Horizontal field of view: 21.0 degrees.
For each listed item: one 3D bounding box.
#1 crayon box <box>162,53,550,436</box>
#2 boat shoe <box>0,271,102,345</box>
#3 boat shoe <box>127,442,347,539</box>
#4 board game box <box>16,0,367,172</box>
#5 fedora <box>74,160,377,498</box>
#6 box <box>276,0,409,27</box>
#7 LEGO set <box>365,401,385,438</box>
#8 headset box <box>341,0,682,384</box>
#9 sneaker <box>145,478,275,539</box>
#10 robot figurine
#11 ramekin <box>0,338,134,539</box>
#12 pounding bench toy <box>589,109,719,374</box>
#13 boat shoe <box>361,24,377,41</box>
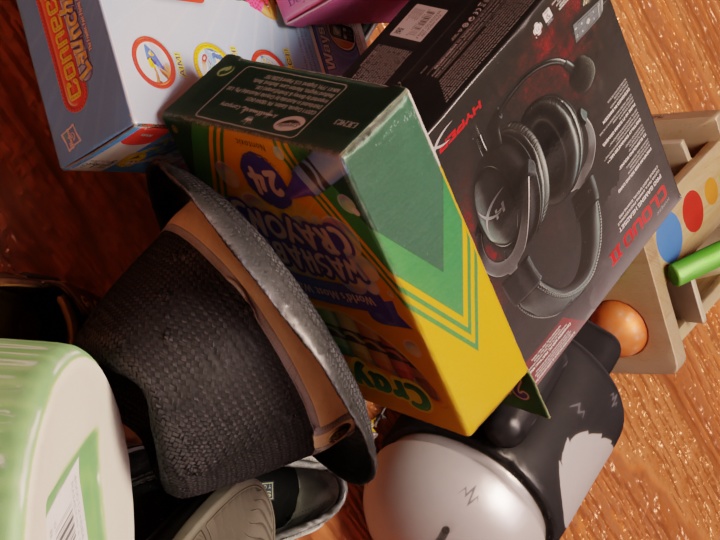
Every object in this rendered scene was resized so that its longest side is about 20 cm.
[{"bbox_3d":[0.000,0.000,0.915,0.052,0.125,0.200,-45,128,-26],"label":"crayon box"},{"bbox_3d":[-0.157,0.038,0.946,0.200,0.067,0.072,18,75,-49],"label":"boat shoe"},{"bbox_3d":[-0.085,0.128,1.030,0.199,0.068,0.074,5,85,-50],"label":"boat shoe"},{"bbox_3d":[-0.088,-0.149,0.996,0.195,0.056,0.201,0,70,-50],"label":"board game box"},{"bbox_3d":[-0.076,0.046,0.912,0.091,0.200,0.201,-35,119,-14],"label":"fedora"},{"bbox_3d":[0.011,-0.241,1.043,0.176,0.096,0.201,-10,77,-55],"label":"box"},{"bbox_3d":[0.016,0.026,1.088,0.200,0.154,0.116,-4,65,-61],"label":"LEGO set"},{"bbox_3d":[0.076,-0.048,0.981,0.149,0.077,0.200,-49,134,-23],"label":"headset box"},{"bbox_3d":[-0.128,0.171,0.945,0.200,0.106,0.075,-53,135,-36],"label":"sneaker"},{"bbox_3d":[0.087,0.110,1.193,0.200,0.124,0.151,-53,129,-34],"label":"robot figurine"},{"bbox_3d":[-0.162,0.121,0.817,0.200,0.097,0.201,-1,90,-82],"label":"ramekin"},{"bbox_3d":[0.199,-0.016,1.276,0.156,0.199,0.125,-41,120,-44],"label":"pounding bench toy"},{"bbox_3d":[-0.028,-0.138,1.110,0.073,0.063,0.200,52,53,-39],"label":"boat shoe"}]
